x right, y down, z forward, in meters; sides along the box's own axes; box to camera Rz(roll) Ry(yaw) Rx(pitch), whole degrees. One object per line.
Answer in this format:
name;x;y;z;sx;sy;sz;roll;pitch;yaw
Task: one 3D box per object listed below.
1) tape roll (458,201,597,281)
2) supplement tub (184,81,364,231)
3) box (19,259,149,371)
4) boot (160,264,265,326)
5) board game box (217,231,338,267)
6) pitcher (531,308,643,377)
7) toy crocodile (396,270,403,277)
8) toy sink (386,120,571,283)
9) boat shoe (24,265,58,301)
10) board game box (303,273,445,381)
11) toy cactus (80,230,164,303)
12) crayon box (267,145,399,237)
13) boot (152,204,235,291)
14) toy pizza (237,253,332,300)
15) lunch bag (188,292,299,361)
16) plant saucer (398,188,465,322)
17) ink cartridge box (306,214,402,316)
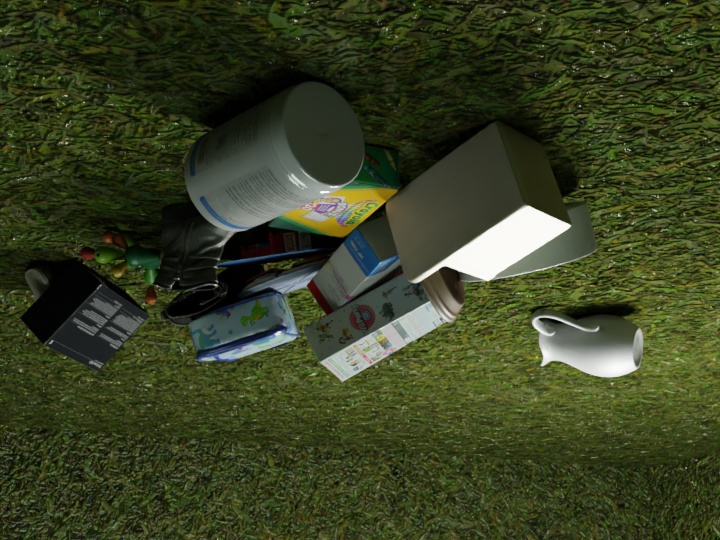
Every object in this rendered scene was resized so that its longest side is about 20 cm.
tape roll;0.229;-0.042;1.570;0.201;0.071;0.202;-14;-175;1
supplement tub;-0.106;-0.132;1.325;0.131;0.133;0.199;16;157;-41
box;-0.478;0.082;1.944;0.079;0.141;0.200;39;174;22
boot;-0.231;0.039;1.792;0.199;0.070;0.174;-29;180;-14
board game box;-0.134;-0.038;1.749;0.198;0.039;0.158;-8;178;7
pitcher;0.441;0.132;2.178;0.199;0.122;0.172;3;150;28
toy crocodile;0.072;0.014;1.785;0.061;0.068;0.200;4;149;-43
toy sink;0.150;-0.072;1.428;0.200;0.131;0.112;-36;145;32
boat shoe;-0.543;0.031;1.966;0.063;0.073;0.200;-40;168;-23
board game box;0.028;0.083;1.691;0.199;0.065;0.148;-30;159;2
toy cactus;-0.317;-0.011;1.728;0.164;0.103;0.199;-3;162;41
crayon box;-0.040;-0.109;1.508;0.118;0.059;0.200;7;160;-21
boot;-0.210;-0.034;1.621;0.199;0.132;0.068;-9;161;24
toy pizza;-0.104;0.006;1.783;0.199;0.032;0.200;-18;174;-2
lunch bag;-0.190;0.096;1.803;0.160;0.083;0.200;-17;175;1
plant saucer;0.101;-0.026;1.554;0.029;0.201;0.200;-22;156;16
ink cartridge box;0.000;0.000;1.671;0.116;0.067;0.200;-24;163;-44
